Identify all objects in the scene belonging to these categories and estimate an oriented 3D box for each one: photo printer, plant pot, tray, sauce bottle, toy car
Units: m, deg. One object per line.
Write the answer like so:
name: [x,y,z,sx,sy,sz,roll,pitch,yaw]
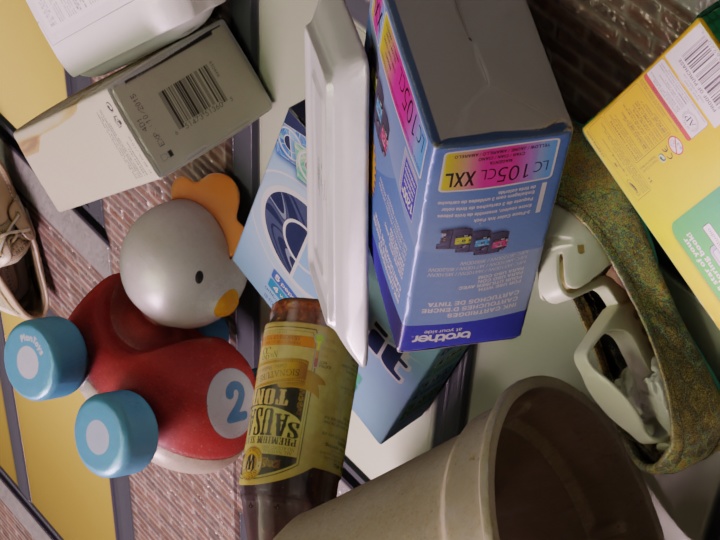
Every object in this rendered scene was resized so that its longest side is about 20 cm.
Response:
photo printer: [-0.172,-0.223,1.227,0.200,0.069,0.167,-11,108,61]
plant pot: [0.051,0.181,1.039,0.183,0.200,0.201,-21,100,30]
tray: [-0.015,-0.053,1.036,0.107,0.022,0.200,-110,17,-55]
sauce bottle: [-0.041,0.119,1.139,0.066,0.066,0.200,154,127,-63]
toy car: [-0.127,0.027,1.346,0.177,0.184,0.200,42,120,30]

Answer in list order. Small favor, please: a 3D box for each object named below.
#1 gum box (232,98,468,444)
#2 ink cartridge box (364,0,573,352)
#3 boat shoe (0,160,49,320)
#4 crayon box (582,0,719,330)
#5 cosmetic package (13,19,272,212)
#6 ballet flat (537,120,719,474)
gum box: [0.000,0.000,1.189,0.170,0.045,0.200,51,152,14]
ink cartridge box: [0.046,-0.051,0.975,0.200,0.076,0.137,96,164,-52]
boat shoe: [-0.329,-0.034,1.687,0.065,0.072,0.200,28,143,31]
crayon box: [0.198,-0.019,0.822,0.200,0.058,0.119,56,153,6]
cosmetic package: [-0.156,-0.105,1.281,0.200,0.105,0.071,-11,112,60]
ballet flat: [0.130,0.018,0.965,0.071,0.071,0.200,-15,104,62]
